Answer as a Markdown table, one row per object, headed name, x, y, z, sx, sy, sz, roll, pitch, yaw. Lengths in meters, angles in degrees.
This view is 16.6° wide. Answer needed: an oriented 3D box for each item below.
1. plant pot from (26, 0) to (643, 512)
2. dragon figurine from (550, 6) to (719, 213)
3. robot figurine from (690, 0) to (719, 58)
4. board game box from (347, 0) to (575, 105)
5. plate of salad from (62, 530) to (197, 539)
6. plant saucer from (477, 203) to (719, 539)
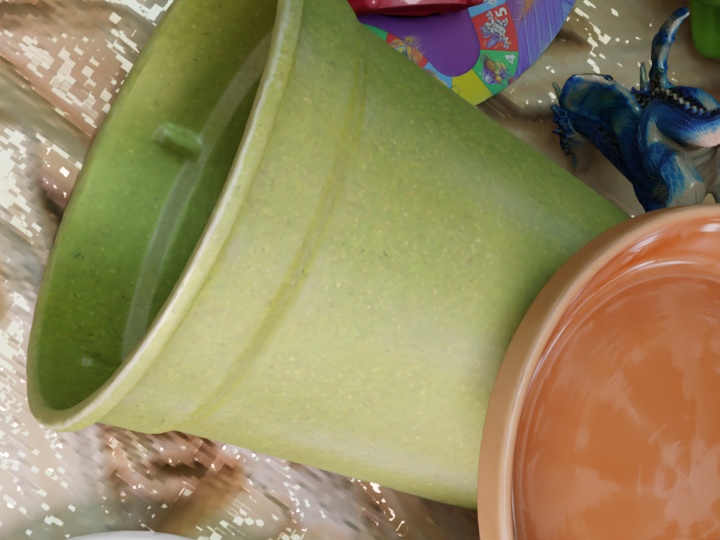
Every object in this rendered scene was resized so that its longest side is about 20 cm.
| name | x | y | z | sx | sy | sz | roll | pitch | yaw |
| --- | --- | --- | --- | --- | --- | --- | --- | --- | --- |
| plant pot | 0.000 | 0.000 | 0.934 | 0.184 | 0.200 | 0.201 | 25 | 74 | -20 |
| dragon figurine | 0.115 | -0.062 | 0.960 | 0.059 | 0.200 | 0.100 | -30 | 73 | -6 |
| robot figurine | 0.180 | -0.181 | 1.021 | 0.115 | 0.176 | 0.201 | -8 | 114 | -17 |
| board game box | 0.014 | -0.159 | 1.012 | 0.200 | 0.039 | 0.158 | 42 | 76 | -16 |
| plate of salad | -0.085 | 0.198 | 0.934 | 0.199 | 0.048 | 0.201 | 3 | 78 | -15 |
| plant saucer | 0.122 | 0.076 | 0.902 | 0.199 | 0.032 | 0.202 | 0 | 90 | -33 |
